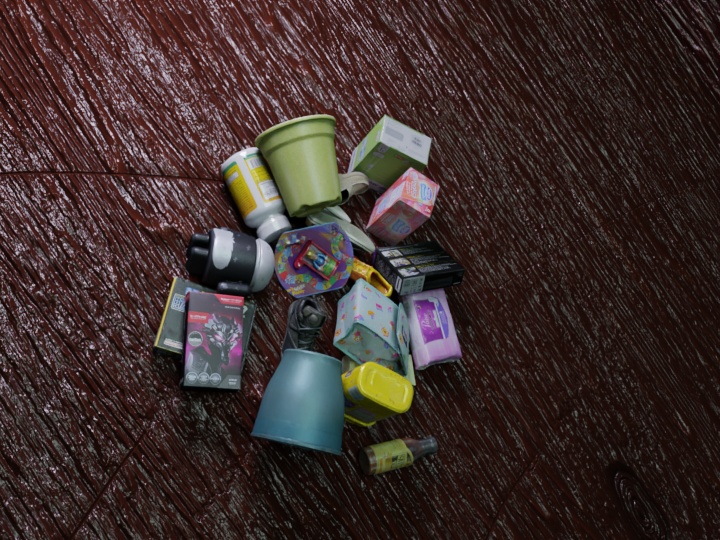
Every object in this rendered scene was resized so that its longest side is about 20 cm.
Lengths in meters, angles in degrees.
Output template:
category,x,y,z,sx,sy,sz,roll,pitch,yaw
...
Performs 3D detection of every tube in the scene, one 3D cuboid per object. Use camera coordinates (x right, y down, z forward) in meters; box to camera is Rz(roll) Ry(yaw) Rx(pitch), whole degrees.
category,x,y,z,sx,sy,sz,roll,pitch,yaw
tube,0.048,0.235,1.663,0.195,0.052,0.060,9,101,-29

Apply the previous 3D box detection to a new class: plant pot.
category,x,y,z,sx,sy,sz,roll,pitch,yaw
plant pot,-0.117,0.275,1.454,0.195,0.199,0.194,18,72,-20
plant pot,-0.126,-0.230,1.580,0.196,0.199,0.190,-15,87,-31

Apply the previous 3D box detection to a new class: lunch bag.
category,x,y,z,sx,sy,sz,roll,pitch,yaw
lunch bag,0.043,0.146,1.626,0.198,0.122,0.172,34,30,-18

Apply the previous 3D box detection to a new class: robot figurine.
category,x,y,z,sx,sy,sz,roll,pitch,yaw
robot figurine,-0.289,-0.021,1.535,0.195,0.124,0.155,11,84,-23

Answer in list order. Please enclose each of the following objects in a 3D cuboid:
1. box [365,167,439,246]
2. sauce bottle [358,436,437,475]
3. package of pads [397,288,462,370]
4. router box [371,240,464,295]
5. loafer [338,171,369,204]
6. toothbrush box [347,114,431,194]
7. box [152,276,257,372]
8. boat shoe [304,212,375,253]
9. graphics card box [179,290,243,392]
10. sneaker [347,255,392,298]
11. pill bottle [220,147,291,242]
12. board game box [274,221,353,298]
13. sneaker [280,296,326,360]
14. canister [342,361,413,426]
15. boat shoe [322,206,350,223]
category,x,y,z,sx,sy,sz,roll,pitch,yaw
box,0.105,-0.157,1.745,0.093,0.200,0.105,29,60,-14
sauce bottle,0.092,0.427,1.603,0.195,0.066,0.068,-6,74,-27
package of pads,0.174,0.142,1.746,0.117,0.075,0.206,-7,75,-31
router box,0.148,-0.010,1.756,0.195,0.052,0.149,-8,36,-29
loafer,-0.045,-0.204,1.739,0.197,0.075,0.070,-9,74,-49
toothbrush box,0.072,-0.290,1.777,0.142,0.200,0.088,22,61,-18
box,-0.337,0.123,1.499,0.195,0.049,0.164,21,62,-20
boat shoe,-0.053,-0.084,1.694,0.196,0.063,0.075,22,26,-22
graphics card box,-0.312,0.151,1.445,0.122,0.051,0.206,9,70,-25
sneaker,0.000,0.000,1.702,0.198,0.077,0.074,35,60,0
pill bottle,-0.241,-0.174,1.620,0.111,0.112,0.204,-24,83,-32
board game box,-0.105,-0.022,1.625,0.194,0.039,0.163,-12,101,-14
sneaker,-0.130,0.154,1.560,0.074,0.114,0.206,13,68,-20
canister,0.014,0.279,1.537,0.146,0.199,0.088,28,62,-15
boat shoe,-0.114,-0.160,1.714,0.199,0.061,0.072,32,15,-22
